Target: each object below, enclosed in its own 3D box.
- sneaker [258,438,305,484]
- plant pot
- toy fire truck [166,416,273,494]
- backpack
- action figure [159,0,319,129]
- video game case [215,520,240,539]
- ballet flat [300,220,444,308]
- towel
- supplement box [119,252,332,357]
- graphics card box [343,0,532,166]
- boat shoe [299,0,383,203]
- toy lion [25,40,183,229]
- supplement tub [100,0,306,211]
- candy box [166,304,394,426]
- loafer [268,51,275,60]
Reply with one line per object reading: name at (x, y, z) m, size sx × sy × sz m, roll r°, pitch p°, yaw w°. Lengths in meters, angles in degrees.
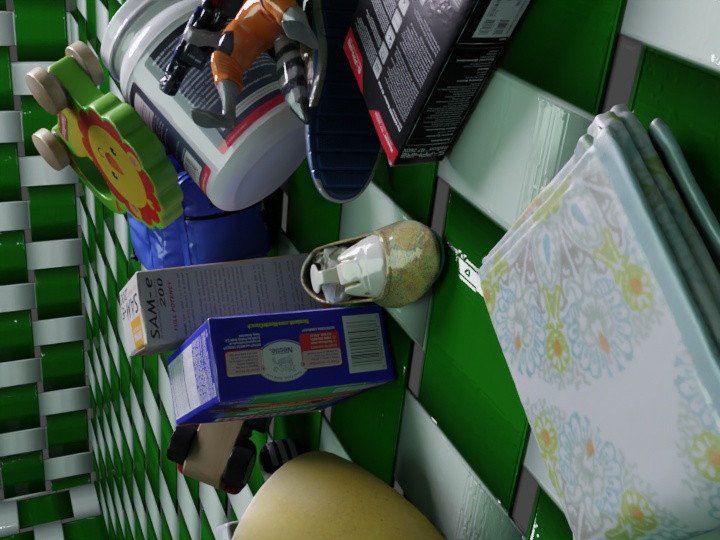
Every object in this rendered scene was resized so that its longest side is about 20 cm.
sneaker at (-0.071, 0.300, 0.981) m, size 0.202 × 0.074 × 0.117 m, roll -110°, pitch 20°, yaw -50°
plant pot at (0.003, 0.261, 0.683) m, size 0.140 × 0.198 × 0.205 m, roll 7°, pitch 104°, yaw 36°
toy fire truck at (-0.159, 0.172, 1.052) m, size 0.201 × 0.126 × 0.179 m, roll 86°, pitch -157°, yaw -72°
backpack at (-0.182, -0.103, 0.994) m, size 0.166 × 0.160 × 0.204 m, roll 20°, pitch 124°, yaw 49°
action figure at (-0.092, -0.190, 0.716) m, size 0.200 × 0.103 × 0.196 m, roll -48°, pitch 30°, yaw 37°
video game case at (-0.044, 0.326, 0.795) m, size 0.022 × 0.180 × 0.204 m, roll -28°, pitch 67°, yaw 32°
ballet flat at (0.000, 0.000, 0.738) m, size 0.199 × 0.069 × 0.073 m, roll 170°, pitch 93°, yaw -66°
towel at (0.140, 0.040, 0.463) m, size 0.172 × 0.047 × 0.204 m, roll 120°, pitch 137°, yaw -58°
supplement box at (-0.142, 0.035, 0.902) m, size 0.126 × 0.196 × 0.075 m, roll -25°, pitch 74°, yaw 64°
graphics card box at (0.052, -0.185, 0.594) m, size 0.201 × 0.050 × 0.127 m, roll 116°, pitch 140°, yaw -52°
boat shoe at (-0.019, -0.159, 0.747) m, size 0.072 × 0.071 × 0.205 m, roll 177°, pitch 96°, yaw -70°
toy lion at (-0.255, -0.118, 0.886) m, size 0.192 × 0.068 × 0.200 m, roll 49°, pitch 154°, yaw 3°
supplement tub at (-0.148, -0.174, 0.856) m, size 0.201 × 0.140 × 0.141 m, roll 48°, pitch 146°, yaw 8°
candy box at (-0.084, 0.095, 0.826) m, size 0.200 × 0.165 × 0.079 m, roll 146°, pitch 117°, yaw -63°
loafer at (-0.107, -0.258, 0.919) m, size 0.072 × 0.063 × 0.199 m, roll 54°, pitch 156°, yaw -13°
